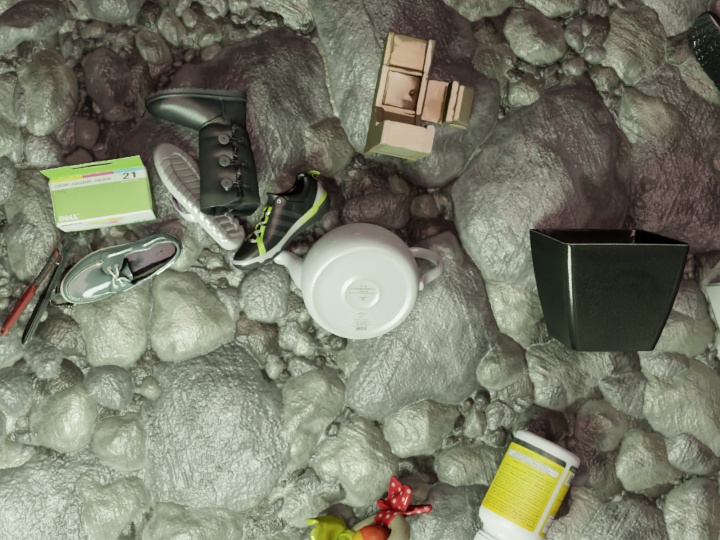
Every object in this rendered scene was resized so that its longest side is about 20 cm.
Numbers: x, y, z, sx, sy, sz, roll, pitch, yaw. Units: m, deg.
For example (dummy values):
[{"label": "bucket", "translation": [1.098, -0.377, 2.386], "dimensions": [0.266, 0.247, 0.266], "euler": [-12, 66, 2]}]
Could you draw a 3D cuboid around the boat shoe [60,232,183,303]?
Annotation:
[{"label": "boat shoe", "translation": [-0.370, -0.005, 1.645], "dimensions": [0.200, 0.062, 0.073], "euler": [-24, 102, -14]}]

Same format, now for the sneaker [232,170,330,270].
[{"label": "sneaker", "translation": [-0.138, -0.085, 1.680], "dimensions": [0.200, 0.072, 0.083], "euler": [-43, 118, -18]}]

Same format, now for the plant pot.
[{"label": "plant pot", "translation": [0.388, 0.031, 1.701], "dimensions": [0.199, 0.200, 0.178], "euler": [1, 100, -8]}]

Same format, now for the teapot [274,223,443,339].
[{"label": "teapot", "translation": [0.000, 0.000, 1.670], "dimensions": [0.197, 0.146, 0.200], "euler": [-41, 116, 17]}]

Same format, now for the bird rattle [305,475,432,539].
[{"label": "bird rattle", "translation": [0.023, 0.417, 1.644], "dimensions": [0.200, 0.163, 0.113], "euler": [-20, 108, 1]}]

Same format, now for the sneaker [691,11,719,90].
[{"label": "sneaker", "translation": [0.644, -0.359, 1.818], "dimensions": [0.087, 0.076, 0.200], "euler": [-32, 95, -23]}]

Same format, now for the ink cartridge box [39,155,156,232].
[{"label": "ink cartridge box", "translation": [-0.390, -0.112, 1.589], "dimensions": [0.148, 0.200, 0.076], "euler": [-9, 88, -8]}]

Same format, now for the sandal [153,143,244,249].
[{"label": "sandal", "translation": [-0.266, -0.109, 1.679], "dimensions": [0.050, 0.082, 0.203], "euler": [-35, 94, 35]}]

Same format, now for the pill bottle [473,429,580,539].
[{"label": "pill bottle", "translation": [0.260, 0.365, 1.694], "dimensions": [0.112, 0.112, 0.200], "euler": [28, 83, -5]}]

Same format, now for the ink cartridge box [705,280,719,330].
[{"label": "ink cartridge box", "translation": [0.693, 0.092, 1.751], "dimensions": [0.147, 0.145, 0.200], "euler": [-18, 89, -9]}]

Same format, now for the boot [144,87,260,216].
[{"label": "boot", "translation": [-0.248, -0.183, 1.662], "dimensions": [0.165, 0.066, 0.200], "euler": [-4, 79, -13]}]

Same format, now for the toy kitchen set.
[{"label": "toy kitchen set", "translation": [0.113, -0.272, 1.675], "dimensions": [0.163, 0.180, 0.200], "euler": [10, 90, -8]}]

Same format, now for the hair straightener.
[{"label": "hair straightener", "translation": [-0.477, 0.030, 1.659], "dimensions": [0.077, 0.041, 0.200], "euler": [35, 77, -26]}]
